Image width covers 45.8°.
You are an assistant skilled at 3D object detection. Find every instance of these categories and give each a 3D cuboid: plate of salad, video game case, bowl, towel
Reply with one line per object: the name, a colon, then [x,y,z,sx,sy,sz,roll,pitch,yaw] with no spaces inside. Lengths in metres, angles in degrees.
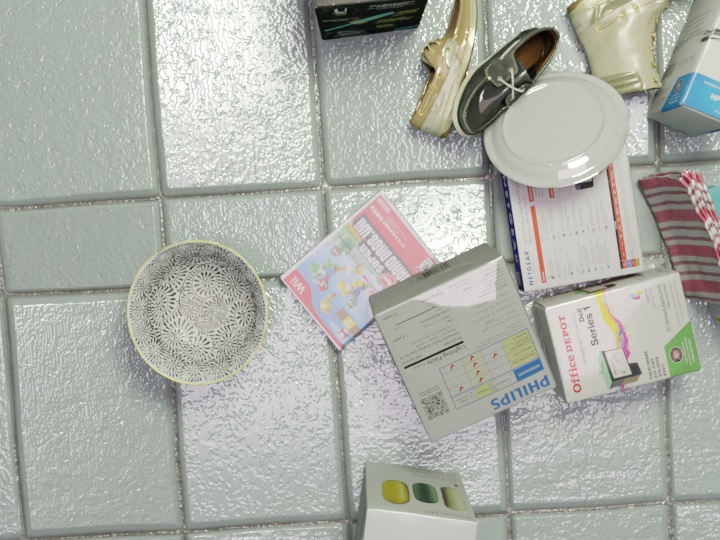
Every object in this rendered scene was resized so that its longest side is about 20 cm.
plate of salad: [0.271,-0.193,1.185,0.197,0.048,0.202,-9,58,15]
video game case: [0.000,0.000,1.257,0.199,0.017,0.143,-40,94,3]
bowl: [-0.226,0.055,1.224,0.198,0.094,0.204,0,95,0]
towel: [0.458,-0.043,1.185,0.030,0.146,0.202,-24,95,-5]

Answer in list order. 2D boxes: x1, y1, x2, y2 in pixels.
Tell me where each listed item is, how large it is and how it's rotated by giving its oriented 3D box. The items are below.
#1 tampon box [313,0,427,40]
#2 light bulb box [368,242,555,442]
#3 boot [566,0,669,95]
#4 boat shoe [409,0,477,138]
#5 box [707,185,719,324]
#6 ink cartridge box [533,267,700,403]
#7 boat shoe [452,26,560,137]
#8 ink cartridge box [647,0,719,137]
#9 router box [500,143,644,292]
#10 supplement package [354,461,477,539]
tampon box: [0.008,-0.398,1.135,0.148,0.200,0.128,-6,94,0]
light bulb box: [0.140,0.098,1.202,0.196,0.125,0.202,-24,100,2]
boot: [0.407,-0.334,1.201,0.198,0.072,0.157,-17,93,9]
boat shoe: [0.117,-0.293,1.205,0.065,0.074,0.203,12,94,-6]
box: [0.511,-0.019,1.220,0.049,0.082,0.202,-23,94,0]
ink cartridge box: [0.365,0.093,1.228,0.197,0.084,0.147,-15,94,2]
boat shoe: [0.201,-0.265,1.179,0.200,0.067,0.072,-48,114,-15]
ink cartridge box: [0.486,-0.297,1.165,0.085,0.146,0.202,23,94,0]
router box: [0.304,-0.084,1.232,0.177,0.049,0.203,-9,94,1]
supplement package: [0.070,0.379,1.194,0.150,0.200,0.153,7,95,-1]
